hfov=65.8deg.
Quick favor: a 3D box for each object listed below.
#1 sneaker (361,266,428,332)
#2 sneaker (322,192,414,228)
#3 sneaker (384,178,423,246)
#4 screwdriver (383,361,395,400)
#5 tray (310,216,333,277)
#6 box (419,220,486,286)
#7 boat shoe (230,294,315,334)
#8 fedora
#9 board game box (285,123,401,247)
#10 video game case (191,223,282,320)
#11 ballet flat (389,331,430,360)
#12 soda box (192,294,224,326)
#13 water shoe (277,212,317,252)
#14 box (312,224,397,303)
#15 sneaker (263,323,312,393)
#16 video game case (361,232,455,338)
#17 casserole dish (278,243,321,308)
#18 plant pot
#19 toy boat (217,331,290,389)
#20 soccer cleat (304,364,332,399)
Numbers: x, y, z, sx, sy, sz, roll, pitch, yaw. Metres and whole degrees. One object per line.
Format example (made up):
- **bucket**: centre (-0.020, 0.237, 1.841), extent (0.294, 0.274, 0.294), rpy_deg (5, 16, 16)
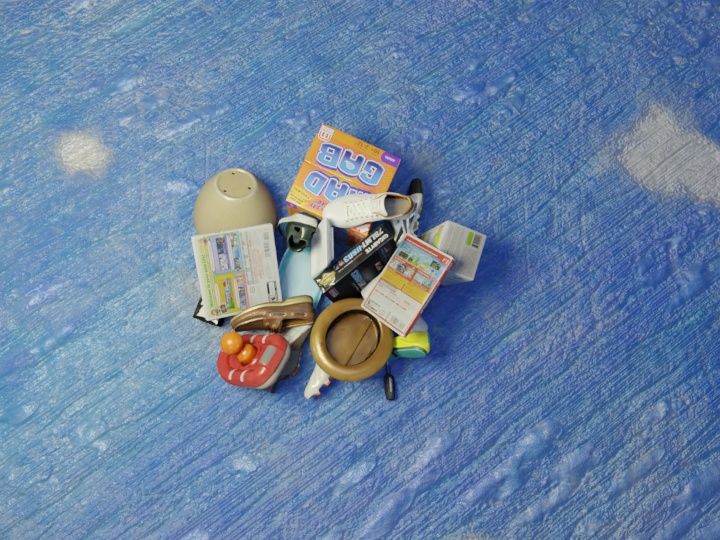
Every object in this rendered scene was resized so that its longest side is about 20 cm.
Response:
- **sneaker**: centre (0.113, 0.071, 1.336), extent (0.200, 0.074, 0.116), rpy_deg (36, 109, -20)
- **sneaker**: centre (0.015, -0.138, 1.188), extent (0.199, 0.085, 0.073), rpy_deg (-8, 84, 0)
- **sneaker**: centre (0.107, -0.143, 1.405), extent (0.088, 0.074, 0.201), rpy_deg (11, 80, -5)
- **screwdriver**: centre (0.069, 0.218, 1.373), extent (0.029, 0.028, 0.201), rpy_deg (-6, 79, 24)
- **tray**: centre (-0.087, -0.047, 1.255), extent (0.022, 0.200, 0.108), rpy_deg (0, 82, -14)
- **box**: centre (0.203, -0.035, 1.330), extent (0.101, 0.200, 0.113), rpy_deg (20, 82, -9)
- **boat shoe**: centre (-0.201, 0.113, 1.297), extent (0.199, 0.072, 0.068), rpy_deg (-13, 66, -10)
- **fedora**: centre (-0.022, 0.165, 1.289), extent (0.200, 0.082, 0.201), rpy_deg (3, 67, -8)
- **board game box**: centre (-0.043, -0.191, 1.335), extent (0.199, 0.200, 0.200), rpy_deg (24, 81, -1)
- **video game case**: centre (-0.280, 0.003, 1.279), extent (0.181, 0.022, 0.201), rpy_deg (-12, 110, -20)
- **ballet flat**: centre (0.081, 0.178, 1.328), extent (0.067, 0.199, 0.067), rpy_deg (42, 49, -38)
- **soda box**: centre (-0.334, 0.032, 1.344), extent (0.063, 0.071, 0.201), rpy_deg (19, 80, 0)
- **water shoe**: centre (-0.160, -0.082, 1.310), extent (0.071, 0.200, 0.079), rpy_deg (18, 78, -16)
- **box**: centre (0.000, 0.000, 1.300), extent (0.198, 0.200, 0.050), rpy_deg (-39, 71, -3)
- **sneaker**: centre (-0.175, 0.209, 1.343), extent (0.082, 0.077, 0.200), rpy_deg (45, 79, -25)
- **video game case**: centre (0.102, 0.030, 1.229), extent (0.143, 0.017, 0.200), rpy_deg (33, 92, 40)
- **casserole dish**: centre (-0.150, 0.029, 1.377), extent (0.121, 0.039, 0.201), rpy_deg (20, 81, -2)
- **plant pot**: centre (-0.294, -0.162, 1.310), extent (0.199, 0.135, 0.201), rpy_deg (6, 58, -9)
- **toy boat**: centre (-0.262, 0.186, 1.259), extent (0.131, 0.200, 0.131), rpy_deg (45, 56, -29)
- **soccer cleat**: centre (-0.080, 0.218, 1.343), extent (0.077, 0.069, 0.200), rpy_deg (36, 73, 6)
